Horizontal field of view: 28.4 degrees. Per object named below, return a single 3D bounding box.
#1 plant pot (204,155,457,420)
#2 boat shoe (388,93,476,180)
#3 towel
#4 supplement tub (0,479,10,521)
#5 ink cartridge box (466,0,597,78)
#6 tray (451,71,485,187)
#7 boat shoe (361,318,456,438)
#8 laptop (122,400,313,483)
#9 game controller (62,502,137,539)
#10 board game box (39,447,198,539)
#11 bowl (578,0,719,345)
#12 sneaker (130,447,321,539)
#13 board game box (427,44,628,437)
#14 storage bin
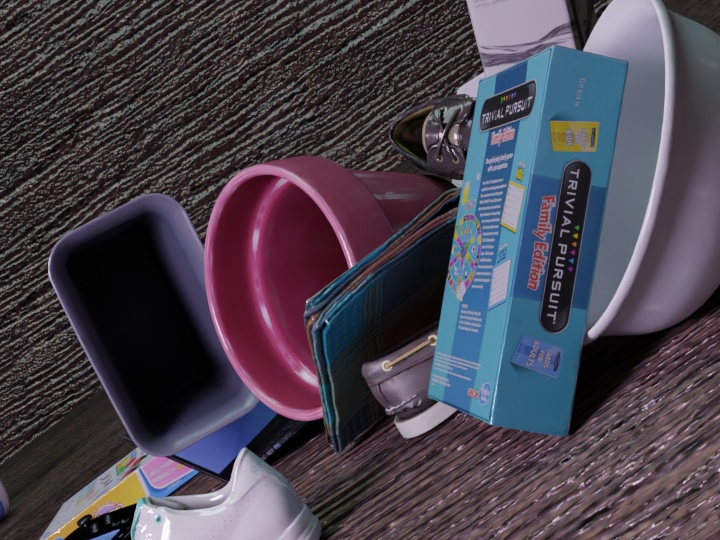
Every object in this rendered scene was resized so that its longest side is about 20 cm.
[{"bbox_3d":[0.000,0.000,1.148,0.178,0.202,0.199,-16,-9,-40],"label":"plant pot"},{"bbox_3d":[0.078,-0.101,1.124,0.064,0.074,0.200,6,-3,-20],"label":"boat shoe"},{"bbox_3d":[0.026,0.040,0.998,0.146,0.022,0.201,-38,-27,-19],"label":"towel"},{"bbox_3d":[-0.652,0.386,2.196,0.200,0.132,0.132,-41,7,-38],"label":"supplement tub"},{"bbox_3d":[0.150,-0.191,1.184,0.084,0.202,0.146,-12,18,19],"label":"ink cartridge box"},{"bbox_3d":[0.114,-0.081,1.282,0.022,0.202,0.107,8,-13,-20],"label":"tray"},{"bbox_3d":[0.091,0.029,0.977,0.201,0.061,0.072,-39,7,-12],"label":"boat shoe"},{"bbox_3d":[-0.083,0.095,1.266,0.200,0.103,0.177,-43,1,43],"label":"laptop"},{"bbox_3d":[-0.214,0.226,1.000,0.104,0.042,0.200,-33,8,35],"label":"game controller"},{"bbox_3d":[-0.236,0.222,1.487,0.199,0.040,0.153,-37,6,4],"label":"board game box"},{"bbox_3d":[0.171,-0.049,0.794,0.201,0.089,0.203,-169,90,-82],"label":"bowl"},{"bbox_3d":[-0.126,0.189,0.904,0.199,0.089,0.075,-37,8,3],"label":"sneaker"},{"bbox_3d":[0.092,-0.016,0.818,0.151,0.046,0.202,-175,95,-80],"label":"board game box"},{"bbox_3d":[-0.175,0.039,1.232,0.145,0.202,0.134,-28,9,-14],"label":"storage bin"}]
